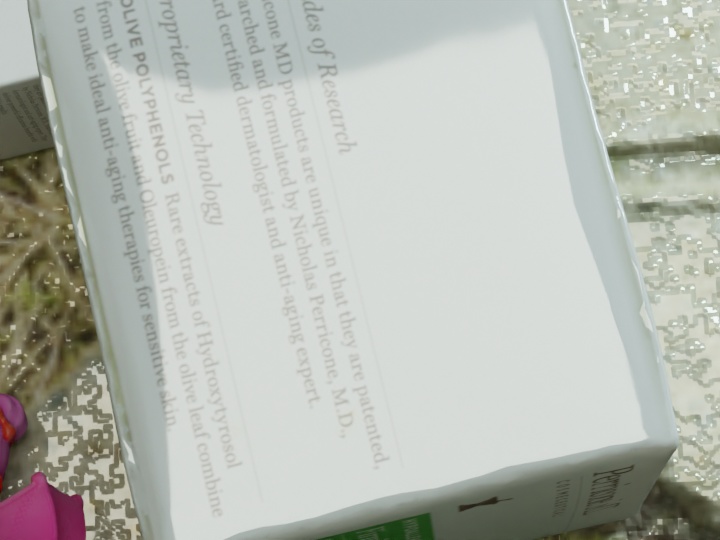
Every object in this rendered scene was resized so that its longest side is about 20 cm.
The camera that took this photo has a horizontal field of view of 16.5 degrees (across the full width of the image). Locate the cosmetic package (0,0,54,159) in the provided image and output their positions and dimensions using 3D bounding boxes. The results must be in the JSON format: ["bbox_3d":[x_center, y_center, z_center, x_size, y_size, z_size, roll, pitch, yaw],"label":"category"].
[{"bbox_3d":[-0.101,-0.114,0.954,0.200,0.085,0.108,-16,75,1],"label":"cosmetic package"}]

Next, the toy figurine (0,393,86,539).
[{"bbox_3d":[-0.191,0.079,0.911,0.184,0.150,0.200,12,52,-7],"label":"toy figurine"}]

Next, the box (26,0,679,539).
[{"bbox_3d":[0.000,0.000,0.861,0.171,0.199,0.200,-14,78,0],"label":"box"}]
